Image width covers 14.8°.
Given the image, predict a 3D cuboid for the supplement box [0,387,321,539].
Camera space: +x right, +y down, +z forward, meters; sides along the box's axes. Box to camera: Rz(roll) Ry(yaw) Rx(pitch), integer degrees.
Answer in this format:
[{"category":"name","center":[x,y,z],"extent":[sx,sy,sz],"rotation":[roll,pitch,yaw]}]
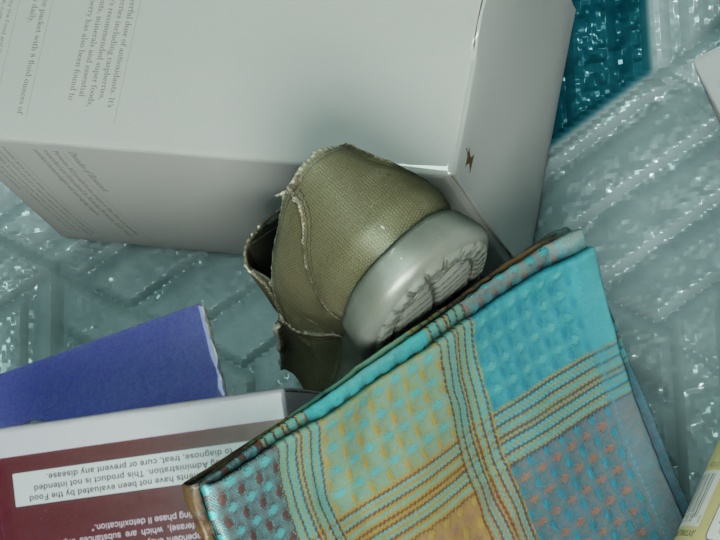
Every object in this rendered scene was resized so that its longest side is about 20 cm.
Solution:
[{"category":"supplement box","center":[-0.054,0.145,0.925],"extent":[0.109,0.061,0.200],"rotation":[-8,83,15]}]

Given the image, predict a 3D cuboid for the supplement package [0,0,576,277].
[{"category":"supplement package","center":[-0.033,-0.077,1.066],"extent":[0.200,0.120,0.121],"rotation":[6,72,19]}]

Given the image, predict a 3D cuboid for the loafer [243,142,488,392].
[{"category":"loafer","center":[0.000,0.000,0.991],"extent":[0.075,0.200,0.070],"rotation":[-38,81,-16]}]

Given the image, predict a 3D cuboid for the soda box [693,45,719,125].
[{"category":"soda box","center":[0.228,-0.084,1.016],"extent":[0.200,0.063,0.068],"rotation":[-27,66,8]}]

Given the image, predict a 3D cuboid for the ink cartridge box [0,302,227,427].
[{"category":"ink cartridge box","center":[-0.122,0.135,0.999],"extent":[0.198,0.047,0.200],"rotation":[-20,82,17]}]

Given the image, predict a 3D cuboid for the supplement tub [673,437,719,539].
[{"category":"supplement tub","center":[0.196,0.065,0.935],"extent":[0.144,0.144,0.200],"rotation":[22,81,23]}]

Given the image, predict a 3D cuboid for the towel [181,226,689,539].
[{"category":"towel","center":[0.037,0.089,0.918],"extent":[0.022,0.200,0.147],"rotation":[-9,107,46]}]
